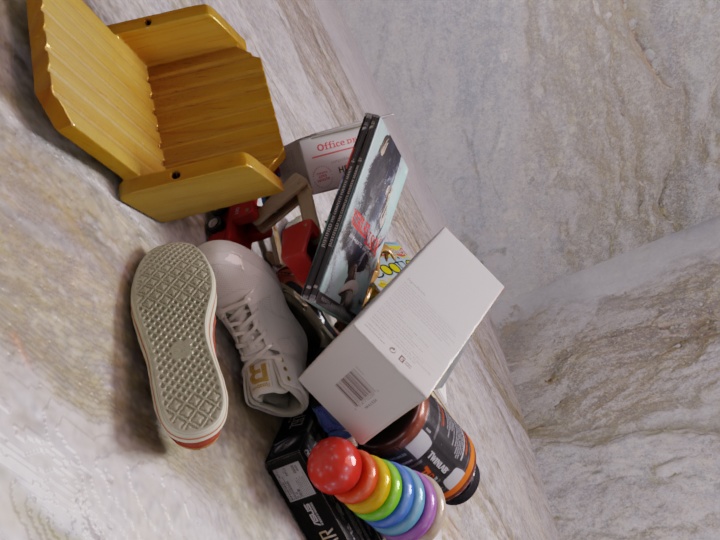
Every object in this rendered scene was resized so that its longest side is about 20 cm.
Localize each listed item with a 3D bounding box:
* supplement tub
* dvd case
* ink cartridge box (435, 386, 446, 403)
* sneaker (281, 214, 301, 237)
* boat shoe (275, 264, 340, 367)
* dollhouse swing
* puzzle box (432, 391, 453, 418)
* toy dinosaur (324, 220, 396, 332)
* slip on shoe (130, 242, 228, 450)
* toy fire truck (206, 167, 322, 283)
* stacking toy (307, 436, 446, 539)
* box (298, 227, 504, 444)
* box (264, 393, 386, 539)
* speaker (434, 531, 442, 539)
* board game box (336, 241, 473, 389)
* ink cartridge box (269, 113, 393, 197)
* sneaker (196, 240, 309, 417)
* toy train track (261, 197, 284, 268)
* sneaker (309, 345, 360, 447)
[{"bbox_3d":[0.079,0.222,0.852,0.200,0.106,0.108,49,22,-35],"label":"supplement tub"},{"bbox_3d":[0.000,-0.048,0.733,0.146,0.022,0.202,43,66,-69],"label":"dvd case"},{"bbox_3d":[0.085,0.141,1.253,0.201,0.082,0.147,63,15,-19],"label":"ink cartridge box"},{"bbox_3d":[-0.059,-0.022,0.951,0.071,0.093,0.201,58,17,-30],"label":"sneaker"},{"bbox_3d":[-0.059,0.089,0.834,0.202,0.070,0.063,65,24,-20],"label":"boat shoe"},{"bbox_3d":[-0.181,-0.182,0.631,0.176,0.179,0.202,85,-10,-66],"label":"dollhouse swing"},{"bbox_3d":[0.095,0.210,0.994,0.201,0.025,0.134,56,17,-31],"label":"puzzle box"},{"bbox_3d":[0.000,0.000,0.833,0.107,0.060,0.202,-58,158,-47],"label":"toy dinosaur"},{"bbox_3d":[-0.152,0.059,0.571,0.062,0.073,0.202,105,-28,-51],"label":"slip on shoe"},{"bbox_3d":[-0.102,-0.070,0.763,0.049,0.140,0.202,51,31,-47],"label":"toy fire truck"},{"bbox_3d":[0.014,0.226,0.707,0.200,0.085,0.086,47,24,-44],"label":"stacking toy"},{"bbox_3d":[0.047,0.064,0.711,0.097,0.124,0.200,44,45,2],"label":"box"},{"bbox_3d":[-0.026,0.247,0.765,0.202,0.043,0.160,64,14,-14],"label":"box"},{"bbox_3d":[0.070,0.339,0.906,0.082,0.080,0.201,61,16,-21],"label":"speaker"},{"bbox_3d":[0.045,0.062,0.938,0.102,0.106,0.201,-2,40,-36],"label":"board game box"},{"bbox_3d":[-0.040,-0.135,0.840,0.199,0.114,0.069,2,-71,65],"label":"ink cartridge box"},{"bbox_3d":[-0.105,0.068,0.690,0.201,0.073,0.116,57,15,-40],"label":"sneaker"},{"bbox_3d":[-0.140,-0.099,0.911,0.115,0.032,0.202,35,40,-77],"label":"toy train track"},{"bbox_3d":[-0.005,0.106,0.779,0.090,0.078,0.201,54,30,-20],"label":"sneaker"}]
